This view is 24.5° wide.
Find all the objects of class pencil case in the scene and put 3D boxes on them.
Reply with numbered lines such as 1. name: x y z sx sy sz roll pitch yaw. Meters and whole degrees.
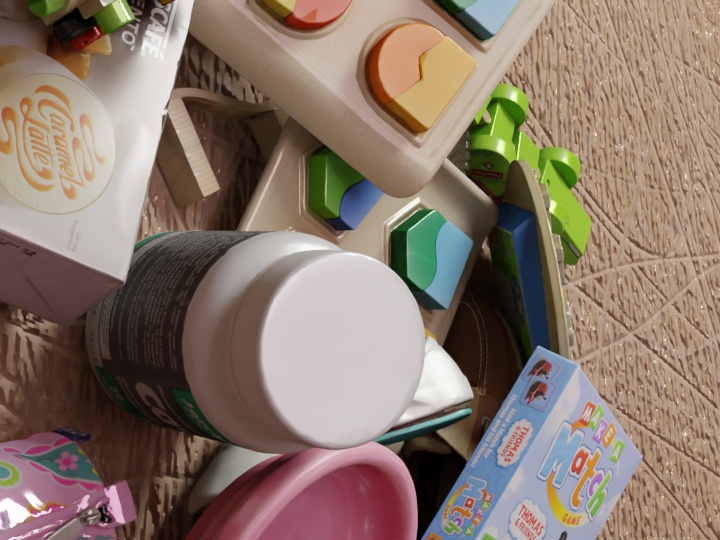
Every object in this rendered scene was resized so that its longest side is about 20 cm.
1. pencil case: -0.203 0.135 0.779 0.200 0.087 0.088 -13 88 -49

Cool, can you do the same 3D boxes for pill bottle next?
1. pill bottle: -0.058 0.035 0.870 0.113 0.200 0.114 -1 91 -30

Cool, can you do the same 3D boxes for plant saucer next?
1. plant saucer: -0.046 0.180 0.916 0.200 0.051 0.201 -34 135 -41

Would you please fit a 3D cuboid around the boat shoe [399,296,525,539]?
1. boat shoe: 0.065 0.114 1.104 0.074 0.075 0.201 18 64 -41

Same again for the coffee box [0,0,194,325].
1. coffee box: -0.167 -0.089 0.877 0.114 0.080 0.201 25 59 -25

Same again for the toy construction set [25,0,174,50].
1. toy construction set: -0.098 -0.173 0.818 0.199 0.131 0.093 -17 89 -40

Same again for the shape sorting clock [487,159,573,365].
1. shape sorting clock: 0.123 0.023 1.143 0.200 0.039 0.201 169 -90 -88

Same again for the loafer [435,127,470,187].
1. loafer: 0.036 -0.152 1.133 0.076 0.067 0.201 4 86 -71

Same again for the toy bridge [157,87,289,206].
1. toy bridge: -0.109 -0.074 0.998 0.200 0.027 0.067 -33 102 -48

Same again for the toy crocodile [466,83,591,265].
1. toy crocodile: 0.112 -0.076 1.238 0.200 0.062 0.068 45 47 -37

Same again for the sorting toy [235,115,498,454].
1. sorting toy: 0.000 0.000 1.051 0.185 0.036 0.201 39 68 -35

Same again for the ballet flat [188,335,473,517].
1. ballet flat: -0.024 0.089 0.994 0.199 0.069 0.070 -19 92 -28

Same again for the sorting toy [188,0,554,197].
1. sorting toy: 0.018 -0.175 1.000 0.185 0.036 0.200 39 81 -13

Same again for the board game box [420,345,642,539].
1. board game box: 0.095 0.166 1.030 0.201 0.036 0.151 -58 145 -13
